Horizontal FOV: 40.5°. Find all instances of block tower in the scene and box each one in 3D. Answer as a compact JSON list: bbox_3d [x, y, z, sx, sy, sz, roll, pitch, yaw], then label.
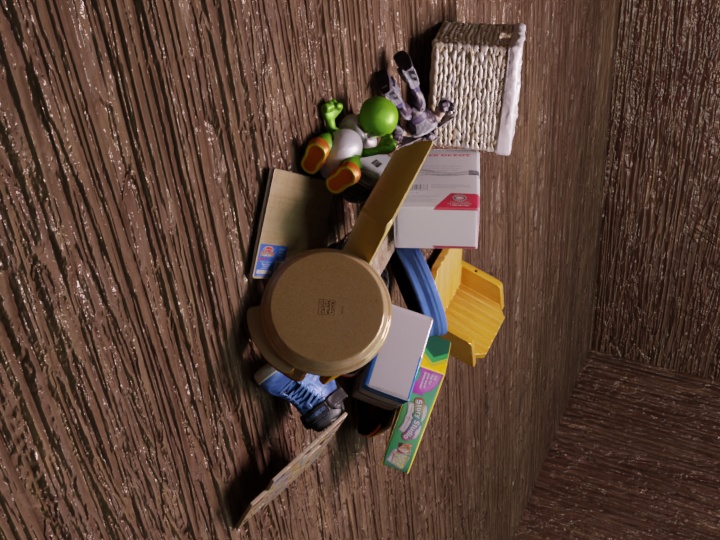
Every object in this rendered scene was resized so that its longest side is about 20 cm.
[{"bbox_3d":[0.000,0.000,1.628,0.054,0.057,0.201,77,33,-48],"label":"block tower"}]

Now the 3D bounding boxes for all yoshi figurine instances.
[{"bbox_3d":[-0.004,-0.202,1.449,0.200,0.110,0.114,-54,141,-52],"label":"yoshi figurine"}]

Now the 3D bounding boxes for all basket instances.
[{"bbox_3d":[0.211,-0.335,1.770,0.199,0.158,0.203,-66,159,-62],"label":"basket"}]

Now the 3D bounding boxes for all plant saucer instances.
[{"bbox_3d":[0.026,-0.081,1.455,0.201,0.048,0.201,-61,178,-40],"label":"plant saucer"}]

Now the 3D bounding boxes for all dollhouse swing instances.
[{"bbox_3d":[0.232,0.050,2.080,0.201,0.180,0.177,-54,169,-42],"label":"dollhouse swing"}]

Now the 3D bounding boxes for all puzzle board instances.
[{"bbox_3d":[-0.099,-0.063,1.412,0.199,0.017,0.153,3,100,-67],"label":"puzzle board"}]

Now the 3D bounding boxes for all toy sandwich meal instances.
[{"bbox_3d":[-0.053,0.067,1.363,0.070,0.203,0.207,101,11,-67],"label":"toy sandwich meal"}]

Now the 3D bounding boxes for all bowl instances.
[{"bbox_3d":[0.098,0.026,1.745,0.201,0.039,0.203,157,-89,-84],"label":"bowl"}]

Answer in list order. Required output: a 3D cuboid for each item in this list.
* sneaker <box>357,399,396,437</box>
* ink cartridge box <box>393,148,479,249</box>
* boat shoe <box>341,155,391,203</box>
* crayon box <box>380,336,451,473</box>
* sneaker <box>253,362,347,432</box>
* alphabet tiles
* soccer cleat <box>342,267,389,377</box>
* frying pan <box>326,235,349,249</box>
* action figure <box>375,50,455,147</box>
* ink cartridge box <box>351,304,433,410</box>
[{"bbox_3d":[0.038,0.214,1.812,0.090,0.069,0.203,-11,114,-69],"label":"sneaker"},{"bbox_3d":[0.134,-0.127,1.693,0.201,0.143,0.084,-80,169,-55],"label":"ink cartridge box"},{"bbox_3d":[0.016,-0.151,1.584,0.064,0.070,0.200,-54,171,21],"label":"boat shoe"},{"bbox_3d":[0.102,0.237,1.768,0.173,0.058,0.203,-56,164,-72],"label":"crayon box"},{"bbox_3d":[-0.080,0.183,1.450,0.076,0.112,0.200,-34,164,10],"label":"sneaker"},{"bbox_3d":[-0.109,0.310,1.480,0.199,0.008,0.168,-38,166,-37],"label":"alphabet tiles"},{"bbox_3d":[-0.001,0.085,1.678,0.073,0.067,0.203,97,9,-77],"label":"soccer cleat"},{"bbox_3d":[-0.041,-0.021,1.537,0.116,0.030,0.192,97,8,-55],"label":"frying pan"},{"bbox_3d":[0.090,-0.270,1.649,0.129,0.070,0.200,-36,140,3],"label":"action figure"},{"bbox_3d":[0.051,0.155,1.695,0.200,0.083,0.148,124,-16,-75],"label":"ink cartridge box"}]
